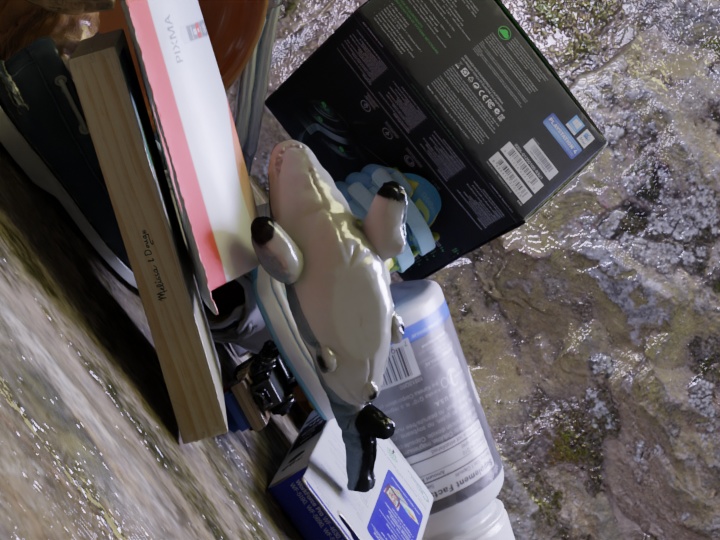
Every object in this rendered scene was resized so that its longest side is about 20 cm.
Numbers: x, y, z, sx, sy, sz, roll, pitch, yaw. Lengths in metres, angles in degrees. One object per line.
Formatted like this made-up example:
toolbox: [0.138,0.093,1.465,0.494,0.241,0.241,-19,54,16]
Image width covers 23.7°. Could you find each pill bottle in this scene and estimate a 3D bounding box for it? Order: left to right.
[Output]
pill bottle: [0.034,0.118,1.205,0.114,0.113,0.201,-117,-172,-80]

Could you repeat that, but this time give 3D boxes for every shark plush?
shark plush: [-0.007,0.025,0.980,0.083,0.090,0.201,20,-45,65]

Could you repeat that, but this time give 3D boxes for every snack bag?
snack bag: [-0.075,-0.157,1.235,0.021,0.202,0.189,10,-10,-5]

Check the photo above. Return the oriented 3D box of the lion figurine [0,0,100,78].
lion figurine: [-0.225,-0.186,1.030,0.200,0.123,0.073,39,12,-5]

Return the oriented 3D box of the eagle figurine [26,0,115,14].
eagle figurine: [-0.200,-0.172,0.889,0.152,0.151,0.200,43,15,-14]

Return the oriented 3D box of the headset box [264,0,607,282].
headset box: [0.043,-0.098,1.179,0.174,0.093,0.200,51,-26,-3]

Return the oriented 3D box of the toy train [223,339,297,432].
toy train: [-0.065,0.071,1.070,0.034,0.046,0.200,62,0,-3]

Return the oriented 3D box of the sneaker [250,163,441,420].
sneaker: [0.000,0.000,1.095,0.201,0.130,0.080,-109,172,-50]

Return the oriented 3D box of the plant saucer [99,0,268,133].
plant saucer: [-0.157,-0.188,1.105,0.201,0.200,0.037,54,-9,-21]

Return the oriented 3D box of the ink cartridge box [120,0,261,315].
ink cartridge box: [-0.085,-0.074,0.915,0.200,0.050,0.164,-141,-144,-77]

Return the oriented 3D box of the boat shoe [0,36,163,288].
boat shoe: [-0.148,-0.059,0.997,0.200,0.062,0.075,52,4,-43]

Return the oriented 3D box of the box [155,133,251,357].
box: [-0.132,-0.054,1.279,0.201,0.041,0.156,63,-3,-30]

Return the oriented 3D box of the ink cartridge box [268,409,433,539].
ink cartridge box: [-0.005,0.143,1.055,0.100,0.039,0.200,54,12,-4]

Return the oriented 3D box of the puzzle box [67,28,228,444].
puzzle box: [-0.109,-0.023,0.894,0.133,0.025,0.202,-117,-169,-78]

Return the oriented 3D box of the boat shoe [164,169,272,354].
boat shoe: [-0.095,0.016,1.167,0.200,0.070,0.070,57,23,-49]

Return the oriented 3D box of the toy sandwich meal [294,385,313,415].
toy sandwich meal: [-0.014,0.114,1.406,0.206,0.070,0.205,58,-1,2]

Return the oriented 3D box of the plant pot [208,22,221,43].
plant pot: [-0.203,-0.238,1.191,0.198,0.200,0.200,44,7,-31]
